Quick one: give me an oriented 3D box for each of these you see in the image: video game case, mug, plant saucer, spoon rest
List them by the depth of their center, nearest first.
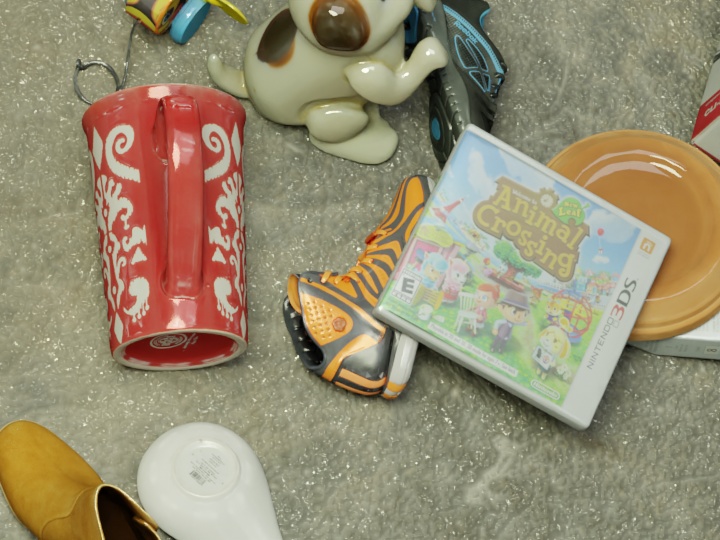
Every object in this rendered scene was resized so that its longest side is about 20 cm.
[{"bbox_3d":[-0.090,0.197,1.321,0.099,0.061,0.200,-37,66,-27],"label":"spoon rest"},{"bbox_3d":[-0.157,-0.036,1.344,0.133,0.178,0.201,-10,71,14],"label":"mug"},{"bbox_3d":[0.134,0.004,1.396,0.199,0.022,0.183,29,72,-6],"label":"video game case"},{"bbox_3d":[0.238,-0.038,1.476,0.199,0.037,0.201,-1,66,2],"label":"plant saucer"}]

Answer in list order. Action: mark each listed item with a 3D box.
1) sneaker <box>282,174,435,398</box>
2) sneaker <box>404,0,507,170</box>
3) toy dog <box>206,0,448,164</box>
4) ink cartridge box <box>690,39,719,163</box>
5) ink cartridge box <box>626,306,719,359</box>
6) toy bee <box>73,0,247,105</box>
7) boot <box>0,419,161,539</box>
[{"bbox_3d":[0.000,0.000,1.413,0.112,0.078,0.201,16,64,-8],"label":"sneaker"},{"bbox_3d":[0.099,-0.161,1.513,0.082,0.073,0.201,-6,69,-19],"label":"sneaker"},{"bbox_3d":[-0.022,-0.207,1.430,0.193,0.200,0.140,11,64,-10],"label":"toy dog"},{"bbox_3d":[0.398,-0.166,1.557,0.144,0.084,0.200,32,50,-11],"label":"ink cartridge box"},{"bbox_3d":[0.239,-0.008,1.509,0.199,0.047,0.161,4,65,5],"label":"ink cartridge box"},{"bbox_3d":[-0.157,-0.237,1.462,0.130,0.109,0.201,17,63,-8],"label":"toy bee"},{"bbox_3d":[-0.198,0.172,1.246,0.071,0.144,0.201,-31,77,-25],"label":"boot"}]
